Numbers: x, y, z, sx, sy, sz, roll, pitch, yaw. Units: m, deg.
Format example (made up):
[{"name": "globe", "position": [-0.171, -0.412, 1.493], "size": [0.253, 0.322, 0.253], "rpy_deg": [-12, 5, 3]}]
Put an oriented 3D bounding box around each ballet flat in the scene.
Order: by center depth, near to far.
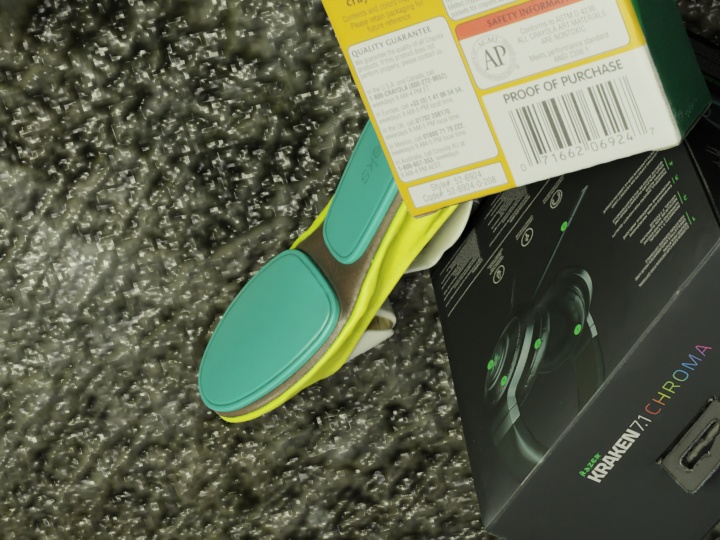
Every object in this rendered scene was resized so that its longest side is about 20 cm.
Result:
[{"name": "ballet flat", "position": [0.000, 0.000, 0.909], "size": [0.067, 0.067, 0.200], "rpy_deg": [12, 124, -40]}]

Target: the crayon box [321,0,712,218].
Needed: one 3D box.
[{"name": "crayon box", "position": [0.044, -0.133, 0.771], "size": [0.126, 0.052, 0.200], "rpy_deg": [-15, 106, 31]}]

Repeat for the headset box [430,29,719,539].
[{"name": "headset box", "position": [0.123, 0.014, 0.844], "size": [0.093, 0.200, 0.174], "rpy_deg": [23, 119, -21]}]
